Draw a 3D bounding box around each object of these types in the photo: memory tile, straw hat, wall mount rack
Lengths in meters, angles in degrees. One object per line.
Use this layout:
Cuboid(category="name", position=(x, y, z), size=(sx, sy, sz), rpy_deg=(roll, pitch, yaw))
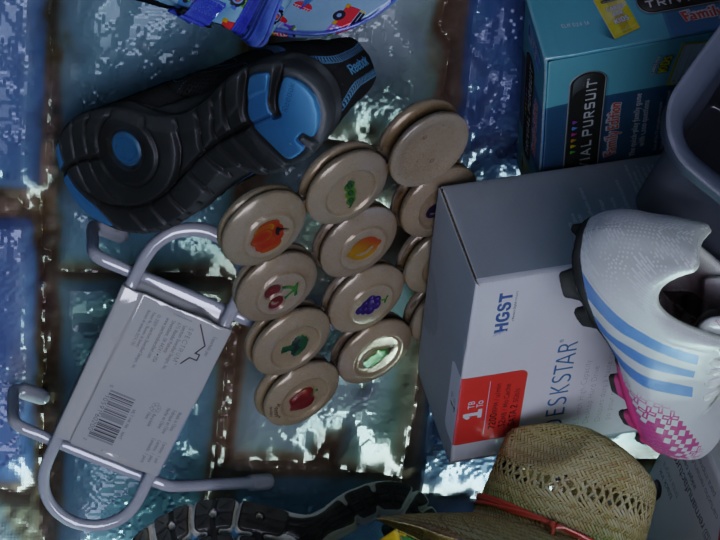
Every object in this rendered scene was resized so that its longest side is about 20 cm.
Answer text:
Cuboid(category="memory tile", position=(0.000, 0.000, 1.284), size=(0.152, 0.017, 0.201), rpy_deg=(-28, 143, -14))
Cuboid(category="straw hat", position=(0.115, 0.131, 1.290), size=(0.200, 0.201, 0.086), rpy_deg=(22, 82, -18))
Cuboid(category="wall mount rack", position=(-0.100, 0.060, 1.328), size=(0.173, 0.075, 0.201), rpy_deg=(23, 109, -16))

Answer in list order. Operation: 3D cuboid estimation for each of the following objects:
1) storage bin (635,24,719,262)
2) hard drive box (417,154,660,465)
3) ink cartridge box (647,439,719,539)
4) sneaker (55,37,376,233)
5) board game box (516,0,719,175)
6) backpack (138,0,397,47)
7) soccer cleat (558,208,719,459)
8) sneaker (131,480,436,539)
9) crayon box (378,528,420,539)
Cuboid(category="storage bin", position=(0.241, -0.042, 1.181), size=(0.200, 0.134, 0.146), rpy_deg=(38, 72, 1))
Cuboid(category="hard drive box", position=(0.140, 0.018, 1.306), size=(0.198, 0.077, 0.157), rpy_deg=(-9, 139, -11))
Cuboid(category="ink cartridge box", position=(0.215, 0.193, 1.361), size=(0.083, 0.145, 0.201), rpy_deg=(-1, 137, -20))
Cuboid(category="sneaker", position=(-0.078, -0.074, 1.245), size=(0.199, 0.082, 0.074), rpy_deg=(-12, 106, 37))
Cuboid(category="board game box", position=(0.189, -0.105, 1.275), size=(0.198, 0.047, 0.151), rpy_deg=(-10, 147, -5))
Cuboid(category="backpack", position=(-0.039, -0.200, 1.185), size=(0.199, 0.135, 0.183), rpy_deg=(25, 108, -22))
Cuboid(category="soccer cleat", position=(0.172, 0.040, 1.213), size=(0.086, 0.070, 0.200), rpy_deg=(-1, 146, 28))
Cuboid(category="sneaker", position=(-0.050, 0.184, 1.374), size=(0.198, 0.079, 0.090), rpy_deg=(-3, 149, -21))
Cuboid(category="crayon box", position=(-0.002, 0.232, 1.360), size=(0.172, 0.059, 0.200), rpy_deg=(-33, 154, 11))
